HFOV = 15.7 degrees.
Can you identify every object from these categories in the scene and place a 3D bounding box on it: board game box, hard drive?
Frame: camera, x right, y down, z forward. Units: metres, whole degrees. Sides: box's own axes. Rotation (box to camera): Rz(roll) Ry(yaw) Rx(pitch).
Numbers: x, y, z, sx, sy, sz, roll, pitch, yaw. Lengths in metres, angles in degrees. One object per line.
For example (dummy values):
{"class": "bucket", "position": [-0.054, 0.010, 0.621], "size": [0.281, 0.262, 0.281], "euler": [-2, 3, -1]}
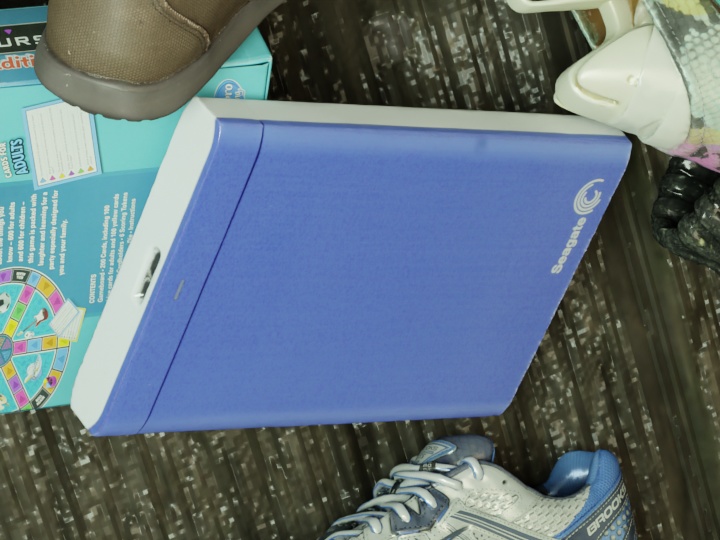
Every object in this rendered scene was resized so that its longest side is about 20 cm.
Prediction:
{"class": "board game box", "position": [-0.138, -0.018, 0.924], "size": [0.199, 0.047, 0.152], "euler": [-6, 130, -19]}
{"class": "hard drive", "position": [0.000, 0.000, 0.966], "size": [0.199, 0.025, 0.132], "euler": [0, 125, -41]}

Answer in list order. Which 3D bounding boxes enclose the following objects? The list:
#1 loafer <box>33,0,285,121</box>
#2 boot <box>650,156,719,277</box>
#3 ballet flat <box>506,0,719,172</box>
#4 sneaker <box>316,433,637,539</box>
{"class": "loafer", "position": [-0.045, -0.129, 0.898], "size": [0.073, 0.200, 0.071], "euler": [19, 132, 8]}
{"class": "boot", "position": [0.182, 0.024, 1.065], "size": [0.157, 0.079, 0.212], "euler": [26, 81, -30]}
{"class": "ballet flat", "position": [0.090, -0.105, 0.984], "size": [0.071, 0.069, 0.201], "euler": [-31, 89, -26]}
{"class": "sneaker", "position": [0.023, 0.108, 1.040], "size": [0.199, 0.077, 0.086], "euler": [-4, 94, -27]}
